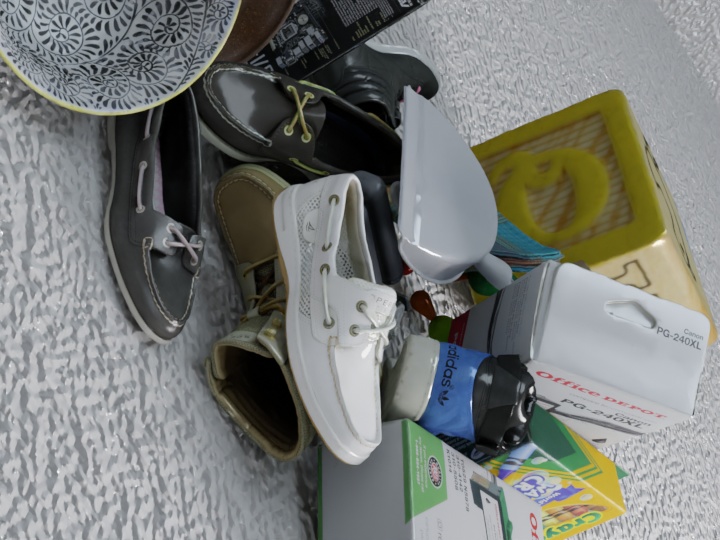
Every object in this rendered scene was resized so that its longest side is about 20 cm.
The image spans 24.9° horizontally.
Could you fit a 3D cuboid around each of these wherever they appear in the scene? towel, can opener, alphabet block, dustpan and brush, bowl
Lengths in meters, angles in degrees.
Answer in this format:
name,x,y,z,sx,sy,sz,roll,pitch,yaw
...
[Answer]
name,x,y,z,sx,sy,sz,roll,pitch,yaw
towel,0.066,-0.055,1.409,0.146,0.022,0.200,2,29,-47
can opener,0.000,0.000,1.259,0.053,0.066,0.201,-54,156,-27
alphabet block,0.215,-0.020,1.598,0.200,0.194,0.197,51,21,-50
dustpan and brush,0.076,-0.034,1.256,0.199,0.057,0.141,32,49,-38
bowl,-0.183,-0.209,1.083,0.201,0.201,0.094,47,-17,-32

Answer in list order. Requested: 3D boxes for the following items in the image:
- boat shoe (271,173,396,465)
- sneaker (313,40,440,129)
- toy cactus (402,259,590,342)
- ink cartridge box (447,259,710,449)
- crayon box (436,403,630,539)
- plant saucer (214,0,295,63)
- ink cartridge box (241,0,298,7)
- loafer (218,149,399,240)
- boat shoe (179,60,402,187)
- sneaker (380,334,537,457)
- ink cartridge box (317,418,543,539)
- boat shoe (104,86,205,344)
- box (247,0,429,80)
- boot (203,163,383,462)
name,x,y,z,sx,sy,sz,roll,pitch,yaw
boat shoe,-0.009,0.027,1.098,0.071,0.069,0.203,22,52,-60
sneaker,0.019,-0.162,1.544,0.199,0.070,0.100,13,54,-54
toy cactus,0.133,0.043,1.436,0.201,0.164,0.102,58,-4,4
ink cartridge box,0.164,0.074,1.294,0.144,0.200,0.084,19,71,-13
crayon box,0.129,0.177,1.323,0.200,0.125,0.052,36,35,-46
plant saucer,-0.134,-0.238,1.182,0.201,0.200,0.037,47,-5,-32
ink cartridge box,-0.084,-0.275,1.263,0.148,0.199,0.086,55,16,-11
loafer,-0.034,-0.075,1.318,0.200,0.075,0.069,46,34,-33
boat shoe,-0.044,-0.109,1.214,0.200,0.060,0.073,22,66,-41
sneaker,0.069,0.102,1.205,0.200,0.110,0.078,117,-12,-71
ink cartridge box,0.056,0.212,1.163,0.200,0.084,0.148,35,44,-47
boat shoe,-0.133,-0.048,1.100,0.067,0.057,0.202,36,35,-47
box,-0.059,-0.269,1.353,0.201,0.163,0.086,58,14,-7
boot,-0.067,0.026,1.150,0.202,0.072,0.154,62,25,-1
